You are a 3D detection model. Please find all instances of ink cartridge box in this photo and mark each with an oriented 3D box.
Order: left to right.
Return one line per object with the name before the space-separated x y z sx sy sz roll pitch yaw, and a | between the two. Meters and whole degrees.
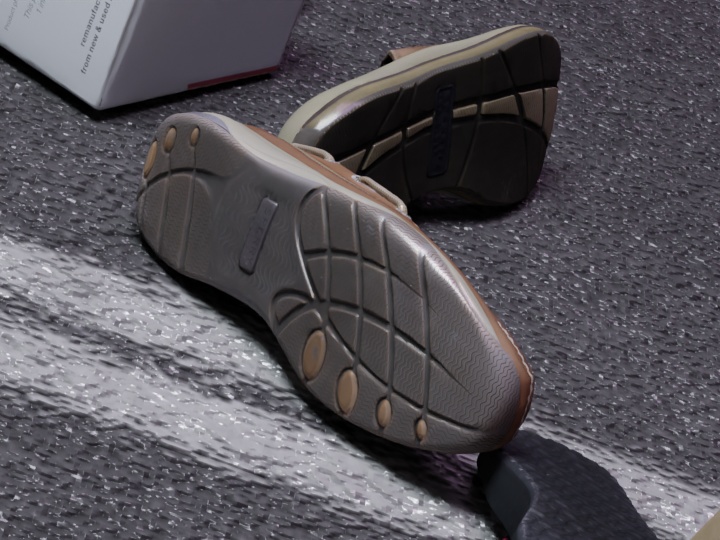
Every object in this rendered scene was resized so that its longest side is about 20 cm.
ink cartridge box | -0.134 -0.161 1.306 0.200 0.084 0.145 34 26 22

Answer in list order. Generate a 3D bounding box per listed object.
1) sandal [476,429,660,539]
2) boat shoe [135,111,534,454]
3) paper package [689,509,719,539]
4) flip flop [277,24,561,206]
sandal | 0.073 0.105 1.013 0.075 0.045 0.200 25 10 -9
boat shoe | 0.000 0.000 1.111 0.072 0.076 0.200 4 29 -47
paper package | 0.209 0.150 0.894 0.190 0.104 0.200 18 32 -32
flip flop | 0.022 -0.063 1.270 0.057 0.082 0.200 22 25 34
